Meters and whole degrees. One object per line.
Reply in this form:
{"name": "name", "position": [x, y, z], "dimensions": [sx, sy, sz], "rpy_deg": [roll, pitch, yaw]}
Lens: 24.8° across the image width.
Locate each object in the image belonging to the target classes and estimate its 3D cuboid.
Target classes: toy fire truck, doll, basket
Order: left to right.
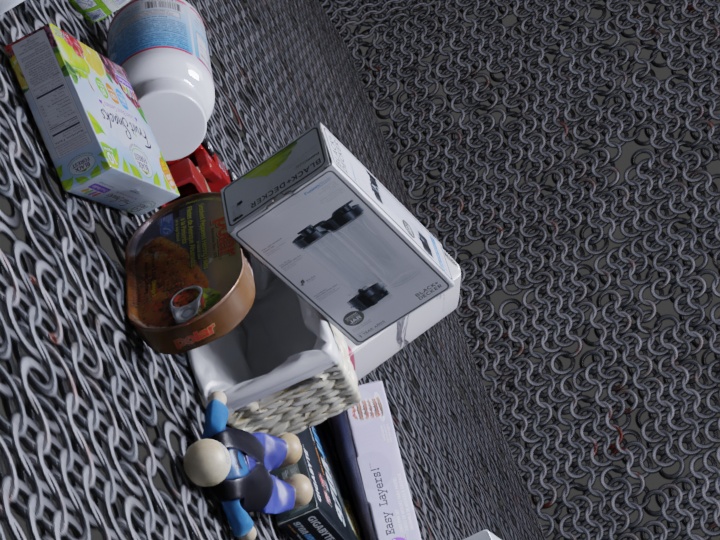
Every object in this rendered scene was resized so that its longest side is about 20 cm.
{"name": "toy fire truck", "position": [-0.174, -0.086, 1.784], "dimensions": [0.200, 0.049, 0.141], "rpy_deg": [55, 13, -53]}
{"name": "doll", "position": [-0.105, 0.170, 1.435], "dimensions": [0.200, 0.048, 0.137], "rpy_deg": [21, 51, -69]}
{"name": "basket", "position": [-0.091, 0.053, 1.583], "dimensions": [0.123, 0.135, 0.200], "rpy_deg": [56, 11, -55]}

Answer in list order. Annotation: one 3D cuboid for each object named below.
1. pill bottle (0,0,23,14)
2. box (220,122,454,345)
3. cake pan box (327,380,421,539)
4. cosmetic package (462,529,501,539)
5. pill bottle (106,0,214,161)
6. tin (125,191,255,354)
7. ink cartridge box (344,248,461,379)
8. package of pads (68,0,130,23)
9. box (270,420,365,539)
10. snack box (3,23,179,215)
{"name": "pill bottle", "position": [-0.322, -0.284, 1.228], "dimensions": [0.200, 0.112, 0.112], "rpy_deg": [61, 9, -18]}
{"name": "box", "position": [-0.019, -0.029, 1.463], "dimensions": [0.200, 0.116, 0.060], "rpy_deg": [41, 23, -40]}
{"name": "cake pan box", "position": [0.013, 0.228, 1.721], "dimensions": [0.184, 0.052, 0.201], "rpy_deg": [107, -31, -75]}
{"name": "cosmetic package", "position": [0.070, 0.340, 1.487], "dimensions": [0.123, 0.199, 0.200], "rpy_deg": [68, 9, 23]}
{"name": "pill bottle", "position": [-0.208, -0.200, 1.704], "dimensions": [0.109, 0.108, 0.200], "rpy_deg": [58, 11, -35]}
{"name": "tin", "position": [-0.150, 0.000, 1.447], "dimensions": [0.042, 0.112, 0.200], "rpy_deg": [59, 10, -32]}
{"name": "ink cartridge box", "position": [-0.009, 0.029, 1.779], "dimensions": [0.147, 0.200, 0.083], "rpy_deg": [47, -22, 24]}
{"name": "package of pads", "position": [-0.281, -0.349, 1.502], "dimensions": [0.201, 0.068, 0.155], "rpy_deg": [67, 8, 26]}
{"name": "box", "position": [-0.056, 0.200, 1.654], "dimensions": [0.159, 0.046, 0.200], "rpy_deg": [57, 11, -50]}
{"name": "snack box", "position": [-0.240, -0.132, 1.488], "dimensions": [0.200, 0.053, 0.143], "rpy_deg": [20, 46, -78]}
